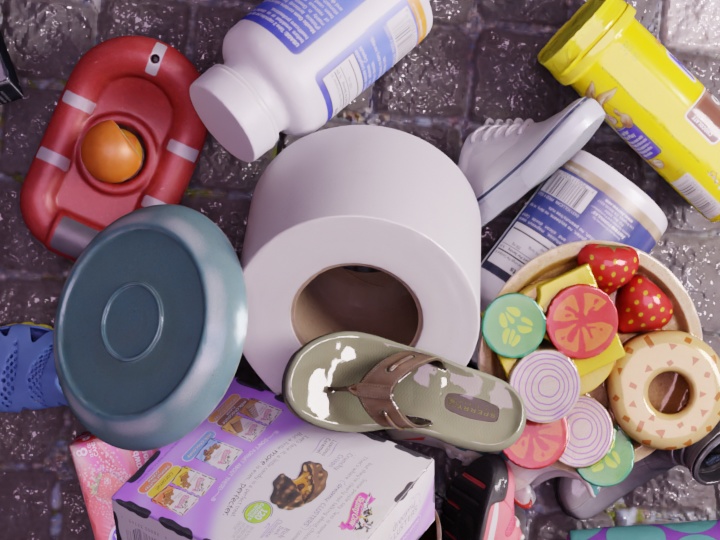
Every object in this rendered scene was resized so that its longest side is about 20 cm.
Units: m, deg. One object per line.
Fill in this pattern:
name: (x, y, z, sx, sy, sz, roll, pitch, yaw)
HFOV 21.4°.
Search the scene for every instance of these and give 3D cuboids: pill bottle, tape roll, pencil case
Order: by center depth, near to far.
tape roll: (0.000, 0.000, 1.566, 0.201, 0.140, 0.204, 2, 126, 3)
pill bottle: (-0.045, -0.184, 1.597, 0.200, 0.112, 0.112, -41, 93, -17)
pill bottle: (0.163, 0.005, 1.635, 0.111, 0.111, 0.200, 38, 88, -4)
pencil case: (0.276, 0.265, 1.659, 0.199, 0.085, 0.093, -5, 75, -4)

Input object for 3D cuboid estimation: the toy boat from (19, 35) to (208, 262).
toy boat: (-0.205, -0.100, 1.597, 0.130, 0.131, 0.201, 23, 89, -4)

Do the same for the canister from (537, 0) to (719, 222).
canister: (0.252, -0.140, 1.623, 0.200, 0.149, 0.087, 44, 98, -6)

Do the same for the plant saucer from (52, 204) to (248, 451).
plant saucer: (-0.177, 0.043, 1.523, 0.199, 0.027, 0.202, -9, 74, 34)

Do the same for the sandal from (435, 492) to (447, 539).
sandal: (0.083, 0.253, 1.668, 0.200, 0.048, 0.075, 38, 90, -17)

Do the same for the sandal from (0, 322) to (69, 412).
sandal: (-0.254, 0.086, 1.619, 0.199, 0.087, 0.080, -1, 93, -2)

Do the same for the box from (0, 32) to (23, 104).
box: (-0.410, -0.211, 1.585, 0.197, 0.123, 0.201, -19, 90, -5)

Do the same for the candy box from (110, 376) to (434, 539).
candy box: (-0.066, 0.188, 1.496, 0.199, 0.168, 0.072, 21, 133, 26)

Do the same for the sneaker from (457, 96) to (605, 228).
sneaker: (0.123, -0.097, 1.603, 0.071, 0.200, 0.073, 52, 44, 2)

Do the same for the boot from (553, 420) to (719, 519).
boot: (0.262, 0.154, 1.627, 0.200, 0.132, 0.070, -43, 113, -2)

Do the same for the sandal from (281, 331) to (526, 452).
sandal: (0.038, 0.093, 1.491, 0.200, 0.057, 0.080, 10, 80, -10)

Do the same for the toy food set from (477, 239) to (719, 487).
toy food set: (0.191, 0.076, 1.564, 0.197, 0.049, 0.201, -25, 99, -4)

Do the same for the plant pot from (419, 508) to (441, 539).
plant pot: (-0.022, 0.293, 1.584, 0.186, 0.187, 0.201, -8, 127, -4)

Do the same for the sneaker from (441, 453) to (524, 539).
sneaker: (0.118, 0.247, 1.623, 0.086, 0.074, 0.201, -2, 109, -24)

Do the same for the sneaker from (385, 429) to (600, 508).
sneaker: (0.116, 0.157, 1.633, 0.198, 0.070, 0.094, -1, 83, 12)

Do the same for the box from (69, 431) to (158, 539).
box: (-0.173, 0.226, 1.620, 0.102, 0.095, 0.201, -15, 91, -3)
